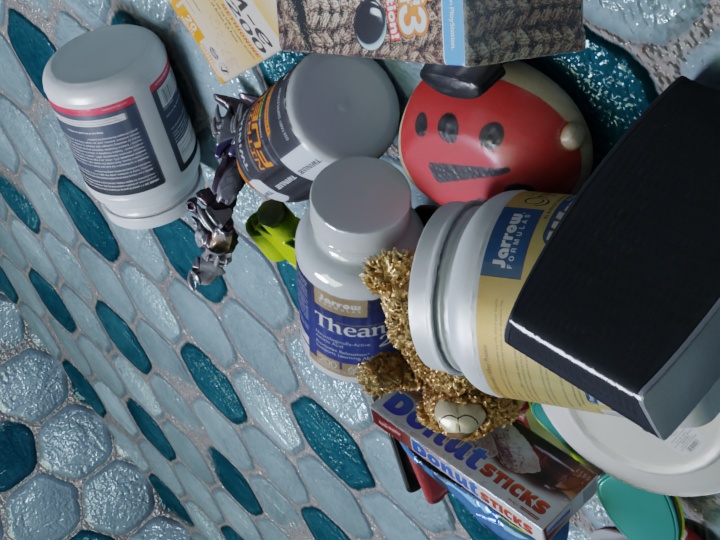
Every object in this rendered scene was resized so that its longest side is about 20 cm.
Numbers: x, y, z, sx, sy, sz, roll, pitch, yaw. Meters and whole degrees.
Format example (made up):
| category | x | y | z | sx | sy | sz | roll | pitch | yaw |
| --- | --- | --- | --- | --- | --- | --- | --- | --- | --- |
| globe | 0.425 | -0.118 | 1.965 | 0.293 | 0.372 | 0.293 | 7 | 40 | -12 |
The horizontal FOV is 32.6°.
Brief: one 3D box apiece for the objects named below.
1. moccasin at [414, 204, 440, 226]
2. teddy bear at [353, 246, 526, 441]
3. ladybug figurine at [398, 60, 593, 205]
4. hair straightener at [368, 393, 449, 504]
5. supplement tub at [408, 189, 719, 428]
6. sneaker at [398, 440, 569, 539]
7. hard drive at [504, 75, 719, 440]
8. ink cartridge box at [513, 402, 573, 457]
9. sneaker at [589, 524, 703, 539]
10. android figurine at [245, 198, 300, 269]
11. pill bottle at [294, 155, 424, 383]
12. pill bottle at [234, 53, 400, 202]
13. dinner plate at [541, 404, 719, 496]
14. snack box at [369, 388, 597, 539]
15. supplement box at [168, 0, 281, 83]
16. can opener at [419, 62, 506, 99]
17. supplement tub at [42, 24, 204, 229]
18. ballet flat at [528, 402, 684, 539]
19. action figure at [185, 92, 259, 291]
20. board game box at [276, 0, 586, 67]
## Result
| category | x | y | z | sx | sy | sz | roll | pitch | yaw |
| --- | --- | --- | --- | --- | --- | --- | --- | --- | --- |
| moccasin | 0.116 | 0.010 | 1.044 | 0.201 | 0.073 | 0.078 | 48 | 166 | 34 |
| teddy bear | 0.068 | 0.060 | 0.982 | 0.067 | 0.144 | 0.201 | -109 | 18 | -60 |
| ladybug figurine | 0.093 | -0.094 | 0.930 | 0.200 | 0.072 | 0.136 | 0 | 124 | 61 |
| hair straightener | 0.025 | 0.136 | 1.199 | 0.077 | 0.041 | 0.201 | 14 | 136 | 55 |
| supplement tub | 0.147 | 0.021 | 0.836 | 0.199 | 0.145 | 0.145 | 7 | 134 | 29 |
| sneaker | 0.101 | 0.187 | 1.106 | 0.200 | 0.066 | 0.079 | 37 | 154 | 27 |
| hard drive | 0.181 | -0.017 | 0.721 | 0.135 | 0.200 | 0.042 | 32 | 173 | 36 |
| ink cartridge box | 0.127 | 0.135 | 1.170 | 0.200 | 0.085 | 0.148 | 24 | 143 | 49 |
| sneaker | 0.244 | 0.297 | 1.145 | 0.078 | 0.115 | 0.200 | 51 | 156 | 3 |
| android figurine | -0.032 | -0.004 | 1.246 | 0.181 | 0.041 | 0.200 | 28 | 168 | 27 |
| pill bottle | 0.000 | 0.000 | 1.052 | 0.111 | 0.111 | 0.201 | 40 | 152 | 26 |
| pill bottle | -0.050 | -0.122 | 1.108 | 0.106 | 0.106 | 0.200 | 55 | 156 | -6 |
| dinner plate | 0.219 | 0.096 | 0.936 | 0.199 | 0.024 | 0.201 | 18 | 129 | 23 |
| snack box | 0.102 | 0.151 | 1.050 | 0.200 | 0.072 | 0.024 | 32 | 148 | 36 |
| supplement box | -0.093 | -0.247 | 1.050 | 0.126 | 0.073 | 0.200 | 57 | 156 | -11 |
| can opener | 0.048 | -0.185 | 0.901 | 0.200 | 0.079 | 0.064 | 36 | 161 | 52 |
| supplement tub | -0.262 | -0.161 | 1.392 | 0.140 | 0.140 | 0.201 | 31 | 148 | 39 |
| ballet flat | 0.215 | 0.152 | 1.053 | 0.067 | 0.067 | 0.200 | -31 | 107 | 30 |
| action figure | -0.139 | -0.075 | 1.235 | 0.069 | 0.201 | 0.130 | 18 | 174 | -20 |
| board game box | 0.036 | -0.216 | 0.769 | 0.200 | 0.096 | 0.161 | 17 | 115 | 53 |
